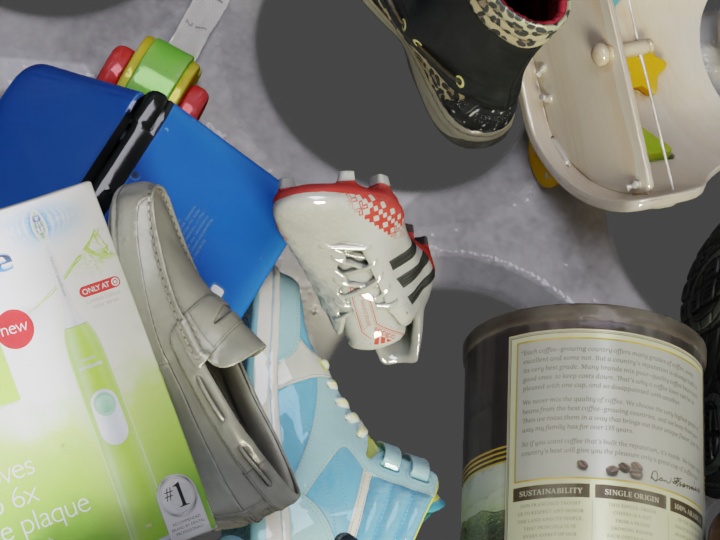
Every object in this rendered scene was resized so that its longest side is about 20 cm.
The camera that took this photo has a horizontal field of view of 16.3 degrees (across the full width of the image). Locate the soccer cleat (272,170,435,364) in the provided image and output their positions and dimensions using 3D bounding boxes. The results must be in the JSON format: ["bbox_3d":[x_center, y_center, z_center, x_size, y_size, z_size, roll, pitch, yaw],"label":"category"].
[{"bbox_3d":[0.000,0.000,1.475,0.068,0.200,0.085,-5,73,15],"label":"soccer cleat"}]

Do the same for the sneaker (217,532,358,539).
[{"bbox_3d":[-0.070,0.185,1.273,0.200,0.079,0.096,-9,60,-30],"label":"sneaker"}]

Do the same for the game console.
[{"bbox_3d":[-0.164,-0.003,1.473,0.171,0.118,0.200,36,74,-18],"label":"game console"}]

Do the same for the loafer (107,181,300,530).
[{"bbox_3d":[-0.086,0.044,1.393,0.070,0.070,0.201,-16,97,17],"label":"loafer"}]

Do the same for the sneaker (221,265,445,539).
[{"bbox_3d":[-0.015,0.096,1.488,0.130,0.080,0.201,5,69,-17],"label":"sneaker"}]

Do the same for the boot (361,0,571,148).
[{"bbox_3d":[0.059,-0.196,1.588,0.073,0.154,0.204,-20,73,-23],"label":"boot"}]

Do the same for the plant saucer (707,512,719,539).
[{"bbox_3d":[0.221,0.222,1.447,0.034,0.200,0.201,-2,65,12],"label":"plant saucer"}]

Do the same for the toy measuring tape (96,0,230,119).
[{"bbox_3d":[-0.113,-0.137,1.561,0.073,0.074,0.200,29,63,-2],"label":"toy measuring tape"}]

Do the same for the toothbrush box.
[{"bbox_3d":[-0.184,0.073,1.341,0.145,0.086,0.200,-18,85,-23],"label":"toothbrush box"}]

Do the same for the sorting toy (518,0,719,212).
[{"bbox_3d":[0.196,-0.136,1.638,0.180,0.107,0.201,-9,84,-33],"label":"sorting toy"}]

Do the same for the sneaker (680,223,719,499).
[{"bbox_3d":[0.255,0.053,1.593,0.091,0.076,0.201,12,71,-21],"label":"sneaker"}]

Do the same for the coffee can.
[{"bbox_3d":[0.130,0.138,1.468,0.146,0.146,0.201,9,65,-12],"label":"coffee can"}]
